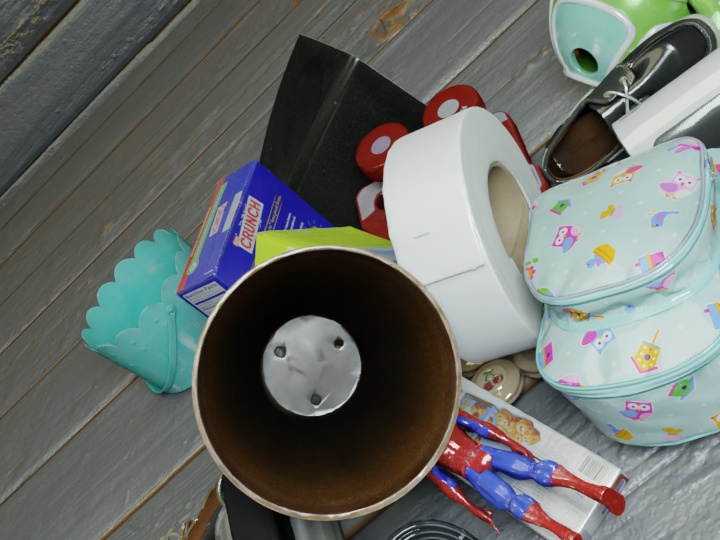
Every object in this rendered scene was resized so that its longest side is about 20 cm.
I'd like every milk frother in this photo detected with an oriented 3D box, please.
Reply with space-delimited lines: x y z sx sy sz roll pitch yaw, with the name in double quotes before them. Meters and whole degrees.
"milk frother" -0.012 0.239 0.753 0.199 0.182 0.188 -6 29 -12

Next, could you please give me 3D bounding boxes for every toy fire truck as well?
"toy fire truck" 0.089 -0.083 0.975 0.199 0.112 0.169 -28 43 15

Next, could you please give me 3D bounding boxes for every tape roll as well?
"tape roll" 0.098 -0.028 0.766 0.070 0.203 0.203 -19 40 27

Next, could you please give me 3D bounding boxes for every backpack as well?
"backpack" 0.209 0.017 0.673 0.175 0.153 0.201 -19 47 33

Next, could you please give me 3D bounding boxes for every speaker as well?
"speaker" 0.318 -0.152 0.788 0.200 0.081 0.081 -36 32 21

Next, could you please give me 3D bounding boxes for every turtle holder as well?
"turtle holder" 0.275 -0.242 0.917 0.141 0.184 0.132 -43 -31 -66

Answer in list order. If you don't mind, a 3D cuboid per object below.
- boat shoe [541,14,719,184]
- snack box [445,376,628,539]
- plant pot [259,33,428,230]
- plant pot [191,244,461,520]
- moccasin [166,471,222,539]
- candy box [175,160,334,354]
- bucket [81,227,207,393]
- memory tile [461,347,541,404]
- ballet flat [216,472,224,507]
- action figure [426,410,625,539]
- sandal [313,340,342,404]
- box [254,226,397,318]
"boat shoe" 0.246 -0.150 0.859 0.200 0.072 0.068 -43 -5 37
"snack box" 0.109 0.142 0.737 0.200 0.024 0.072 28 79 46
"plant pot" -0.011 -0.146 1.132 0.178 0.199 0.200 -59 29 6
"plant pot" -0.033 0.082 0.736 0.187 0.187 0.200 -53 4 -7
"moccasin" -0.147 0.271 0.933 0.078 0.073 0.202 -23 40 53
"candy box" -0.087 0.007 1.027 0.077 0.200 0.170 -23 38 37
"bucket" -0.266 0.060 1.276 0.207 0.135 0.208 -34 31 25
"memory tile" 0.121 0.058 0.841 0.200 0.017 0.153 -37 34 6
"ballet flat" -0.043 0.185 0.859 0.199 0.064 0.068 -20 77 18
"action figure" 0.097 0.149 0.689 0.200 0.052 0.066 21 71 49
"sandal" -0.054 0.152 0.942 0.079 0.057 0.202 7 79 29
"box" 0.000 0.000 0.901 0.200 0.121 0.048 22 111 49
